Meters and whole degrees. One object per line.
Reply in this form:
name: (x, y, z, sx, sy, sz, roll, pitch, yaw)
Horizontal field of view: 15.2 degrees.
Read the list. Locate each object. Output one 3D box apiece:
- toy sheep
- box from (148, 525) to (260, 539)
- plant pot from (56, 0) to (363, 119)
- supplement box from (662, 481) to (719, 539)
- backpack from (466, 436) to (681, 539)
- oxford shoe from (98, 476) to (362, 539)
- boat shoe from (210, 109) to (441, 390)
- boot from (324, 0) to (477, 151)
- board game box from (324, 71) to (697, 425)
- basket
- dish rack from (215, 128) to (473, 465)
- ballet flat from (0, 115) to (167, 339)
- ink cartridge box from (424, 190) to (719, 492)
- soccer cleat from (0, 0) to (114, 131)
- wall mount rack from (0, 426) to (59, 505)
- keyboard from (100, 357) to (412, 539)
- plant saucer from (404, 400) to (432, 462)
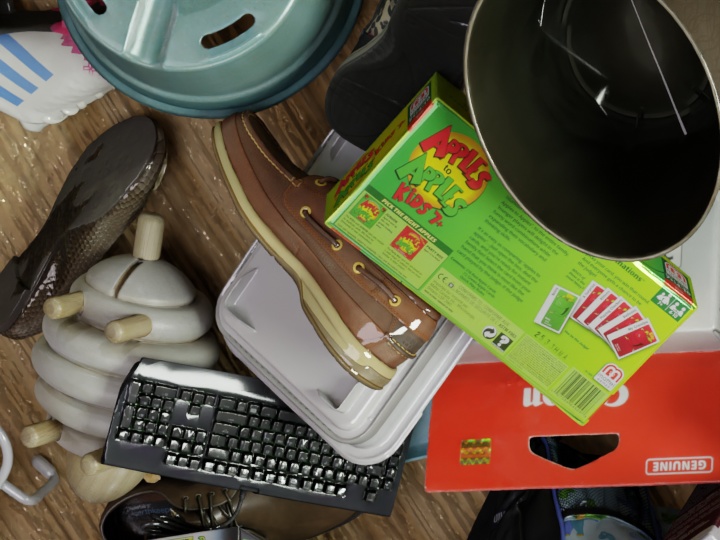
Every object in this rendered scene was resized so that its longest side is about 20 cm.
toy sheep: (-0.155, 0.059, 1.772, 0.138, 0.138, 0.201, 20, 107, 14)
box: (-0.080, 0.222, 1.778, 0.110, 0.200, 0.035, -11, 63, 24)
plant pot: (-0.096, -0.190, 1.584, 0.199, 0.196, 0.201, 0, 93, 1)
supplement box: (0.245, 0.172, 1.613, 0.061, 0.200, 0.109, -39, 92, 27)
backpack: (0.134, 0.225, 1.676, 0.147, 0.200, 0.183, 19, 119, -12)
oxford shoe: (-0.085, 0.164, 1.809, 0.199, 0.084, 0.073, -13, 102, 24)
boat shoe: (-0.020, -0.023, 1.629, 0.068, 0.072, 0.200, -39, 66, 12)
boot: (0.057, -0.168, 1.610, 0.073, 0.154, 0.204, 31, 146, -3)
board game box: (0.087, -0.011, 1.568, 0.200, 0.048, 0.102, 38, 108, -14)
basket: (0.154, -0.124, 1.538, 0.136, 0.200, 0.181, -20, 105, 24)
dish rack: (0.000, 0.000, 1.675, 0.172, 0.044, 0.200, 42, 101, 33)
ballet flat: (-0.183, -0.025, 1.801, 0.046, 0.067, 0.200, 21, 122, -34)
ink cartridge box: (0.127, 0.044, 1.649, 0.199, 0.044, 0.174, -4, 67, 23)
soccer cleat: (-0.189, -0.133, 1.756, 0.199, 0.070, 0.087, 3, 118, 27)
wall mount rack: (-0.315, 0.145, 1.905, 0.174, 0.075, 0.200, 36, 118, 2)
keyboard: (-0.071, 0.132, 1.738, 0.199, 0.021, 0.127, 12, 102, -18)
plant saucer: (0.007, 0.031, 1.761, 0.070, 0.019, 0.201, -15, 102, 26)
